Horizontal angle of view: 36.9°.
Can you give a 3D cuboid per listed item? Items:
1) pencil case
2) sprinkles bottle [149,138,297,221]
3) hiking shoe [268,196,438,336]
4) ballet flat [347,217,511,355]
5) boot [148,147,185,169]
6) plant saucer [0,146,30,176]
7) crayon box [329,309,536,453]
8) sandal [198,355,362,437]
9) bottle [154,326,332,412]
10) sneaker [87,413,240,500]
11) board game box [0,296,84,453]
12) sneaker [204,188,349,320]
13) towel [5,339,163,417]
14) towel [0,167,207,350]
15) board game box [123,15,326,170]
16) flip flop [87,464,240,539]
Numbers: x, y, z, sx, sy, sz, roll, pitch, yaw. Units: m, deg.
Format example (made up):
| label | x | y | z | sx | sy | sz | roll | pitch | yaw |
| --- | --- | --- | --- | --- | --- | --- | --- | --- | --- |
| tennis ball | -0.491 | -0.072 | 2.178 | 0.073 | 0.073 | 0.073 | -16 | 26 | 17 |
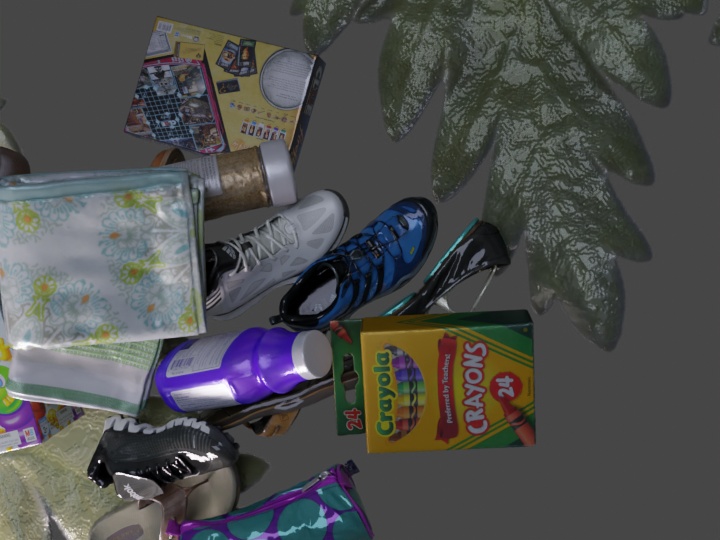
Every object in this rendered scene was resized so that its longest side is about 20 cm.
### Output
| label | x | y | z | sx | sy | sz | roll | pitch | yaw |
| --- | --- | --- | --- | --- | --- | --- | --- | --- | --- |
| pencil case | -0.089 | 0.264 | 1.099 | 0.198 | 0.085 | 0.093 | -22 | 114 | 5 |
| sprinkles bottle | -0.166 | -0.082 | 1.109 | 0.198 | 0.068 | 0.069 | -13 | 82 | -3 |
| hiking shoe | 0.000 | 0.000 | 1.108 | 0.200 | 0.087 | 0.075 | -44 | 76 | 8 |
| ballet flat | 0.073 | 0.035 | 1.098 | 0.200 | 0.068 | 0.068 | -43 | 86 | 8 |
| boot | -0.283 | -0.054 | 1.199 | 0.153 | 0.074 | 0.202 | 16 | 85 | 22 |
| plant saucer | -0.464 | -0.077 | 1.207 | 0.198 | 0.032 | 0.201 | -15 | 42 | 14 |
| crayon box | 0.070 | 0.110 | 1.059 | 0.198 | 0.051 | 0.128 | -4 | 104 | 2 |
| sandal | -0.079 | 0.141 | 1.134 | 0.198 | 0.082 | 0.055 | -18 | 106 | 8 |
| bottle | -0.118 | 0.098 | 1.103 | 0.199 | 0.084 | 0.066 | -13 | 115 | 35 |
| sneaker | -0.210 | 0.202 | 1.120 | 0.198 | 0.067 | 0.091 | -3 | 46 | 36 |
| board game box | -0.395 | 0.088 | 1.174 | 0.104 | 0.103 | 0.202 | -14 | 97 | 13 |
| sneaker | -0.103 | -0.016 | 1.122 | 0.200 | 0.115 | 0.076 | -37 | 78 | 9 |
| towel | -0.267 | 0.050 | 1.096 | 0.148 | 0.031 | 0.202 | 11 | 110 | -23 |
| towel | -0.246 | -0.011 | 1.038 | 0.198 | 0.048 | 0.173 | -4 | 111 | -11 |
| board game box | -0.151 | -0.191 | 1.192 | 0.198 | 0.035 | 0.137 | 17 | 90 | 16 |
| flip flop | -0.215 | 0.261 | 1.158 | 0.199 | 0.058 | 0.082 | -28 | 79 | 11 |
